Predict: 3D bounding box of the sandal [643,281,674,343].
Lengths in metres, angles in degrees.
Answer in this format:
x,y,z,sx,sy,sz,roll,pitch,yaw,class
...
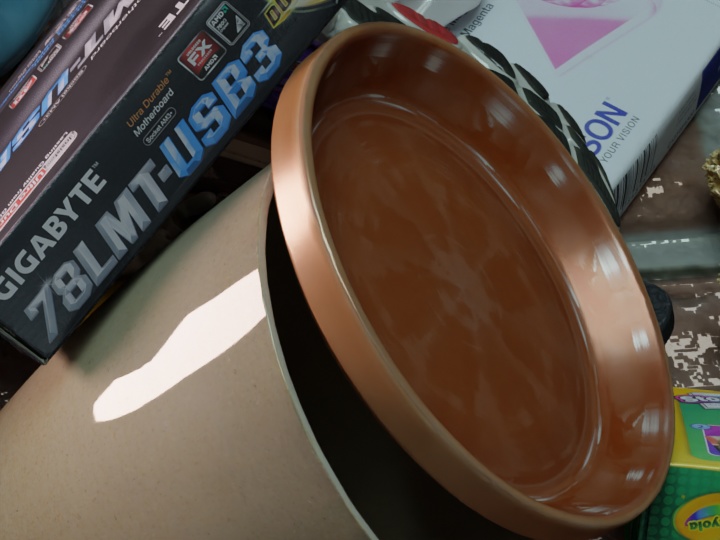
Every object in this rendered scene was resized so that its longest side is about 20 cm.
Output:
x,y,z,sx,sy,sz,roll,pitch,yaw,class
0.057,0.076,1.027,0.075,0.045,0.200,21,57,44,sandal

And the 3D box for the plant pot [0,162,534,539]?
x,y,z,sx,sy,sz,roll,pitch,yaw,class
-0.057,0.079,0.917,0.200,0.187,0.188,-27,43,25,plant pot

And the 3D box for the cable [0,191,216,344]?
x,y,z,sx,sy,sz,roll,pitch,yaw,class
-0.148,0.007,1.033,0.199,0.050,0.097,-9,38,18,cable

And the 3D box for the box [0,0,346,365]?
x,y,z,sx,sy,sz,roll,pitch,yaw,class
-0.089,-0.072,0.949,0.050,0.198,0.200,39,90,-18,box

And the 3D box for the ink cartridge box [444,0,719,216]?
x,y,z,sx,sy,sz,roll,pitch,yaw,class
0.068,-0.114,1.194,0.200,0.043,0.196,26,53,17,ink cartridge box

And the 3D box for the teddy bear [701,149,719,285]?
x,y,z,sx,sy,sz,roll,pitch,yaw,class
0.224,-0.026,1.118,0.144,0.067,0.200,8,42,-8,teddy bear

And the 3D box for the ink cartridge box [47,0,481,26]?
x,y,z,sx,sy,sz,roll,pitch,yaw,class
-0.059,-0.162,1.156,0.200,0.084,0.145,18,35,32,ink cartridge box

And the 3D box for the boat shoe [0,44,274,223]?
x,y,z,sx,sy,sz,roll,pitch,yaw,class
-0.073,-0.046,1.112,0.199,0.072,0.072,10,29,-8,boat shoe

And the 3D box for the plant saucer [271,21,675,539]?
x,y,z,sx,sy,sz,roll,pitch,yaw,class
0.039,0.005,0.879,0.032,0.200,0.201,-31,40,31,plant saucer

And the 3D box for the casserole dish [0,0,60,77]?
x,y,z,sx,sy,sz,roll,pitch,yaw,class
-0.198,-0.102,1.112,0.200,0.039,0.121,-24,30,35,casserole dish

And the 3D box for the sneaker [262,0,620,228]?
x,y,z,sx,sy,sz,roll,pitch,yaw,class
0.022,-0.062,1.060,0.200,0.084,0.081,28,23,-18,sneaker

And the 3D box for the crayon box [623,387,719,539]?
x,y,z,sx,sy,sz,roll,pitch,yaw,class
0.205,0.095,0.968,0.199,0.058,0.119,6,12,3,crayon box
